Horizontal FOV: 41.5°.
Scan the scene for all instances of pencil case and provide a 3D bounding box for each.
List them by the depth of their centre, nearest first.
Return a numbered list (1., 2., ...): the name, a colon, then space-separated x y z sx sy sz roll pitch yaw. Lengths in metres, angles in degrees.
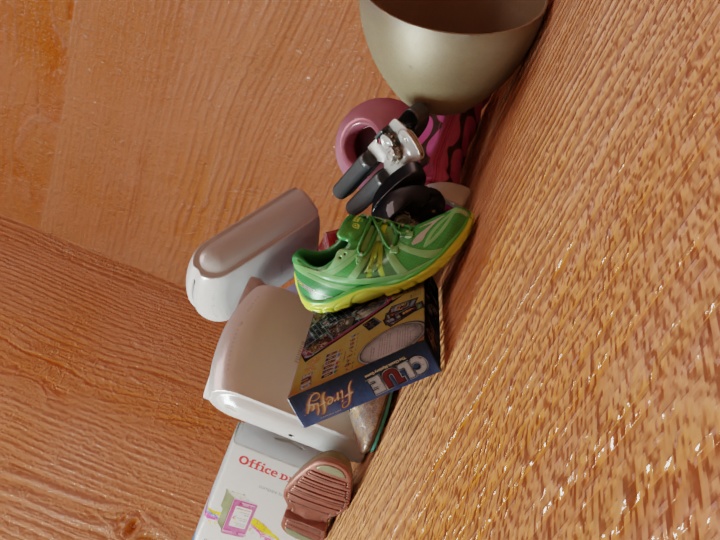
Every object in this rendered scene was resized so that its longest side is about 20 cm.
1. pencil case: 0.097 -0.153 1.124 0.094 0.091 0.201 -42 27 60

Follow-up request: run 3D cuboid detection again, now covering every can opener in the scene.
1. can opener: 0.018 -0.025 1.031 0.200 0.063 0.079 -51 19 28
2. can opener: 0.027 -0.119 1.085 0.066 0.053 0.200 -36 -2 -30

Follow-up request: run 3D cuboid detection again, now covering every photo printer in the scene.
1. photo printer: -0.068 0.112 1.095 0.070 0.199 0.167 116 175 -53
2. photo printer: -0.153 -0.014 1.338 0.200 0.070 0.167 -34 -18 -19

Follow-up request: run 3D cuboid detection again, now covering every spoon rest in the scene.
1. spoon rest: 0.057 -0.023 1.082 0.099 0.060 0.200 -55 -7 -52

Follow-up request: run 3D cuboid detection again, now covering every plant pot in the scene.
1. plant pot: 0.093 -0.250 1.038 0.201 0.199 0.135 -72 -9 -46

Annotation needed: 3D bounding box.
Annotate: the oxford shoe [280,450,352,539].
1. oxford shoe: -0.047 0.241 1.080 0.200 0.071 0.074 117 176 -53

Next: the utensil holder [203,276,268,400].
1. utensil holder: -0.082 0.122 1.242 0.170 0.199 0.171 -158 90 -86

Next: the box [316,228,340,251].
1. box: 0.000 0.000 1.275 0.200 0.099 0.096 127 128 -78

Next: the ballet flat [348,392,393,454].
1. ballet flat: 0.014 0.095 1.028 0.068 0.067 0.201 124 167 -76

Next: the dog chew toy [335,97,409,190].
1. dog chew toy: 0.056 -0.159 1.251 0.200 0.124 0.125 -4 -58 -56

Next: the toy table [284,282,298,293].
1. toy table: -0.057 0.090 1.430 0.117 0.199 0.184 97 158 -62

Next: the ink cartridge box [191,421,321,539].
1. ink cartridge box: -0.136 0.326 1.287 0.085 0.144 0.201 -90 22 -80

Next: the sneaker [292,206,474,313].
1. sneaker: 0.018 -0.020 0.947 0.199 0.084 0.074 -22 16 18

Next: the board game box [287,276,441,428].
1. board game box: 0.009 0.066 0.911 0.135 0.035 0.200 -24 16 12
